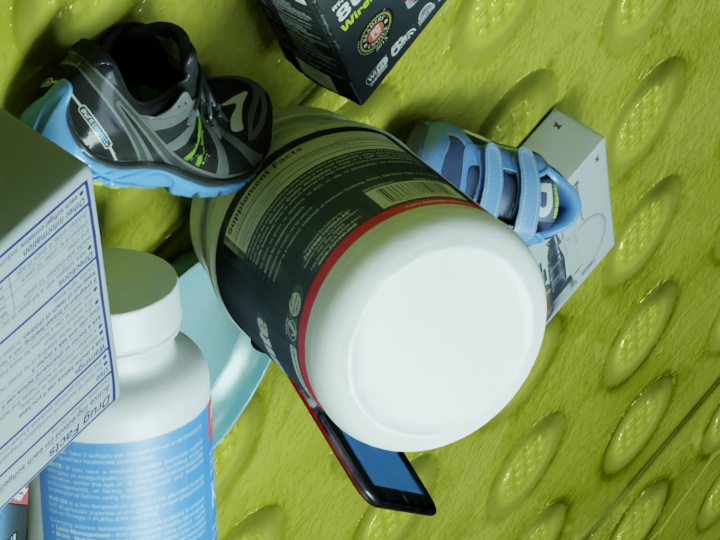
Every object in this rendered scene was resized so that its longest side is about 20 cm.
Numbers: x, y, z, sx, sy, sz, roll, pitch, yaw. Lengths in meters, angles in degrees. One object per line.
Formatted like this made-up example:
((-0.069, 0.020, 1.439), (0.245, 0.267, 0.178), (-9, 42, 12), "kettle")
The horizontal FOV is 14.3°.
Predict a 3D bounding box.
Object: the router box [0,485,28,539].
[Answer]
((-0.256, 0.193, 1.572), (0.150, 0.062, 0.200), (-38, 151, -35), "router box")

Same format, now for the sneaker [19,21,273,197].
((-0.099, -0.088, 1.508), (0.200, 0.071, 0.083), (-2, 125, -61), "sneaker")

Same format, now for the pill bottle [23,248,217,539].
((-0.136, 0.095, 1.587), (0.112, 0.112, 0.200), (-32, 131, -45), "pill bottle")

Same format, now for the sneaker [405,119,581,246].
((0.083, -0.055, 1.881), (0.200, 0.082, 0.074), (3, 98, -66), "sneaker")

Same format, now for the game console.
((0.017, 0.050, 1.809), (0.173, 0.119, 0.200), (-64, 166, 0), "game console")

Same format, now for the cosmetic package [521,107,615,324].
((0.102, 0.002, 2.055), (0.200, 0.052, 0.151), (-49, 153, -18), "cosmetic package")

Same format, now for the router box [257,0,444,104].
((0.022, -0.210, 1.579), (0.200, 0.062, 0.150), (-52, 156, -10), "router box")

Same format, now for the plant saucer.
((-0.115, 0.061, 1.728), (0.200, 0.027, 0.200), (-44, 154, -29), "plant saucer")

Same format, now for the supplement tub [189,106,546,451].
((0.000, 0.000, 1.584), (0.140, 0.200, 0.141), (-11, 117, -23), "supplement tub")

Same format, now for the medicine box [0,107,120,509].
((-0.219, 0.040, 1.395), (0.182, 0.103, 0.200), (-44, 155, -27), "medicine box")
